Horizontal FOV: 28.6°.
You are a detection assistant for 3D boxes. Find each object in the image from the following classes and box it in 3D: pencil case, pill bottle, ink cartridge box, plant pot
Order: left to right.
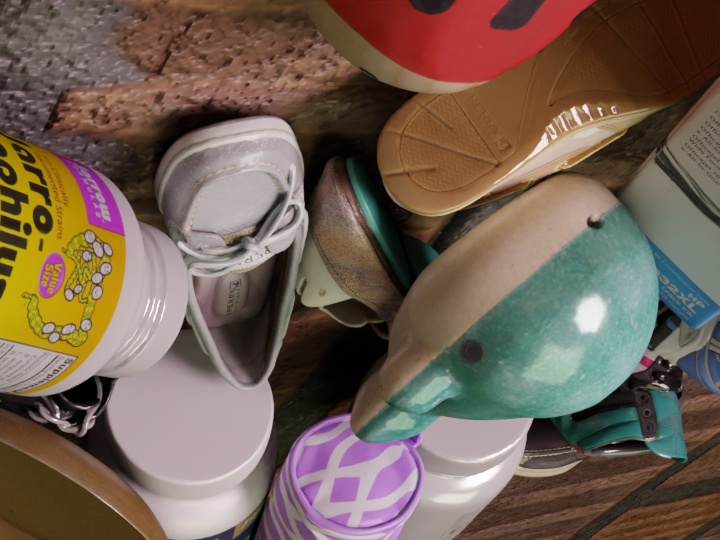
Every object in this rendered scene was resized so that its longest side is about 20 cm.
[{"bbox_3d":[-0.158,-0.006,0.575,0.104,0.105,0.200,-31,155,21],"label":"pill bottle"},{"bbox_3d":[-0.188,0.128,0.796,0.199,0.028,0.201,18,146,13],"label":"plant pot"},{"bbox_3d":[-0.111,0.121,0.864,0.115,0.116,0.200,-13,155,-18],"label":"pill bottle"},{"bbox_3d":[-0.019,0.161,0.858,0.085,0.084,0.200,-26,158,-27],"label":"pencil case"},{"bbox_3d":[0.047,0.109,0.934,0.114,0.115,0.200,-15,161,-15],"label":"pill bottle"},{"bbox_3d":[0.211,-0.069,0.675,0.145,0.084,0.200,-41,173,-17],"label":"ink cartridge box"}]

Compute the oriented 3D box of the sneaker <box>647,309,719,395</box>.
[{"bbox_3d":[0.247,0.018,0.842,0.076,0.077,0.200,-44,172,-25],"label":"sneaker"}]

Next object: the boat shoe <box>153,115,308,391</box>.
[{"bbox_3d":[-0.060,-0.007,0.703,0.074,0.065,0.202,-14,155,-16],"label":"boat shoe"}]

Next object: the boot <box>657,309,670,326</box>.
[{"bbox_3d":[0.273,-0.024,0.926,0.200,0.077,0.168,-33,158,9],"label":"boot"}]

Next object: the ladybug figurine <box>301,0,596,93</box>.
[{"bbox_3d":[0.054,-0.134,0.524,0.135,0.072,0.200,-5,151,-33],"label":"ladybug figurine"}]

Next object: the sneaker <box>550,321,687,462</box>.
[{"bbox_3d":[0.226,0.079,1.051,0.199,0.121,0.083,-33,154,23],"label":"sneaker"}]

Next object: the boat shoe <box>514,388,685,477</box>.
[{"bbox_3d":[0.186,0.119,1.176,0.199,0.073,0.065,-9,142,-34],"label":"boat shoe"}]

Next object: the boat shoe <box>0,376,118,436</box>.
[{"bbox_3d":[-0.165,0.057,0.749,0.072,0.063,0.200,-5,152,-38],"label":"boat shoe"}]

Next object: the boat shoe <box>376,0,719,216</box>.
[{"bbox_3d":[0.094,-0.088,0.669,0.199,0.074,0.069,-27,177,-5],"label":"boat shoe"}]

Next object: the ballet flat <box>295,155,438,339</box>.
[{"bbox_3d":[0.000,0.000,0.767,0.067,0.068,0.200,-23,155,10],"label":"ballet flat"}]

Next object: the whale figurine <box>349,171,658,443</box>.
[{"bbox_3d":[0.072,0.040,0.723,0.159,0.104,0.200,-35,169,-44],"label":"whale figurine"}]

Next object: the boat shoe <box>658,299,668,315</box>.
[{"bbox_3d":[0.175,0.002,0.910,0.068,0.072,0.200,-2,146,-49],"label":"boat shoe"}]
